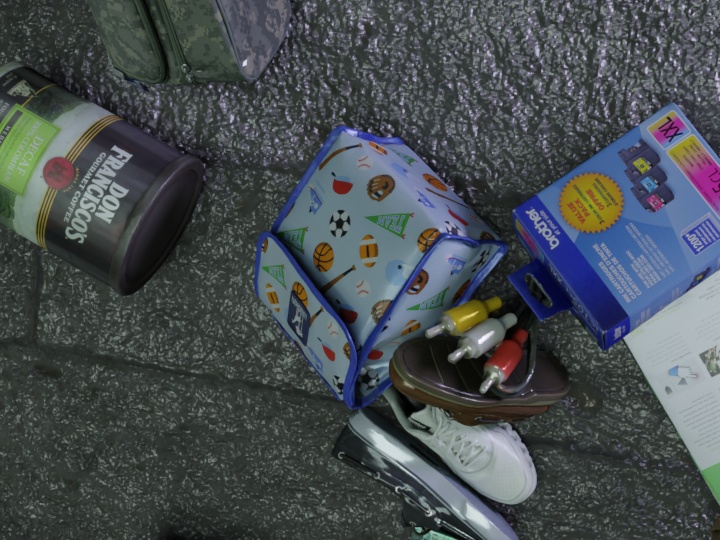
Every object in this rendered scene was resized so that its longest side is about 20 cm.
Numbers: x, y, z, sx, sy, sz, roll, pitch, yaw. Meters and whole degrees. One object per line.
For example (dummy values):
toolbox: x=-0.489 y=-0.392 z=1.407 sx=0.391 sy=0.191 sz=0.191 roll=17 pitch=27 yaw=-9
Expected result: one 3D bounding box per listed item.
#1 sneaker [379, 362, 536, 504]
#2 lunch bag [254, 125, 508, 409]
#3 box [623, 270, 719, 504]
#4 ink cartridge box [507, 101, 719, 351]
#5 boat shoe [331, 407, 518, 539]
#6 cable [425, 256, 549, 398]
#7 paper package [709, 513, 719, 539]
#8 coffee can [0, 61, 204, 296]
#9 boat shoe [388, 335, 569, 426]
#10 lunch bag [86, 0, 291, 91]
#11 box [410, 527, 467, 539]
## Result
sneaker: x=0.082 y=0.148 z=1.361 sx=0.200 sy=0.081 sz=0.075 roll=45 pitch=107 yaw=1
lunch bag: x=0.000 y=0.000 z=1.306 sx=0.170 sy=0.124 sz=0.200 roll=50 pitch=116 yaw=32
box: x=0.338 y=0.096 z=1.295 sx=0.144 sy=0.036 sz=0.200 roll=-29 pitch=92 yaw=19
ink cartridge box: x=0.222 y=-0.027 z=1.235 sx=0.200 sy=0.076 sz=0.136 roll=-35 pitch=72 yaw=-1
boat shoe: x=0.056 y=0.214 z=1.382 sx=0.200 sy=0.070 sz=0.066 roll=38 pitch=97 yaw=8
cable: x=0.148 y=0.033 z=1.268 sx=0.200 sy=0.050 sz=0.097 roll=-41 pitch=87 yaw=-25
paper package: x=0.428 y=0.220 z=1.234 sx=0.200 sy=0.103 sz=0.191 roll=20 pitch=116 yaw=-5
coffee can: x=-0.270 y=-0.087 z=1.372 sx=0.200 sy=0.146 sz=0.146 roll=29 pitch=108 yaw=8
boat shoe: x=0.098 y=0.109 z=1.297 sx=0.068 sy=0.200 sz=0.072 roll=-48 pitch=46 yaw=35
lunch bag: x=-0.171 y=-0.263 z=1.290 sx=0.168 sy=0.139 sz=0.200 roll=3 pitch=133 yaw=24
box: x=0.130 y=0.336 z=1.411 sx=0.200 sy=0.036 sz=0.144 roll=17 pitch=106 yaw=10
